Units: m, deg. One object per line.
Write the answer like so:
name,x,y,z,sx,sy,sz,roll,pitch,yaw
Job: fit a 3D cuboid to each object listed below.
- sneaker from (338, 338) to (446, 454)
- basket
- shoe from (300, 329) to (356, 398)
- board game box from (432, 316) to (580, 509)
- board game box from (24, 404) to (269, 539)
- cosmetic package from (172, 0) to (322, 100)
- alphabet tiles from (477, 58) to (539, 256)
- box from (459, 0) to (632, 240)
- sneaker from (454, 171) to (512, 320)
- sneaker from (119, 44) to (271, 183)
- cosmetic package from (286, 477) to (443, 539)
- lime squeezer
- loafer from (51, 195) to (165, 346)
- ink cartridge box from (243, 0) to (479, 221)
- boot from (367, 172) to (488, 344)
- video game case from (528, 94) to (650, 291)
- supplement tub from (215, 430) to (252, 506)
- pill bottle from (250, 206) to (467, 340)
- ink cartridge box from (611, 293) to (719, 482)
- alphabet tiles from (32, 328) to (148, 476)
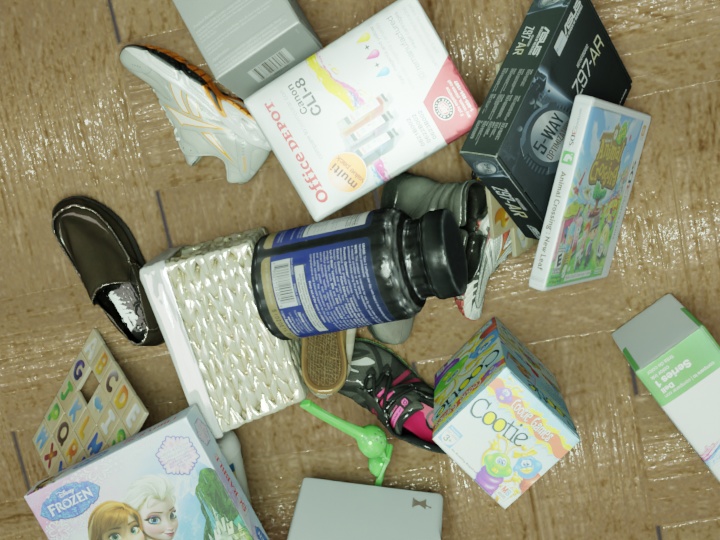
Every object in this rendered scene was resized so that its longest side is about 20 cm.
sneaker,0.039,0.140,1.031,0.199,0.084,0.077,29,93,0
basket,-0.139,0.060,1.010,0.122,0.136,0.201,-18,100,6
shoe,-0.036,0.043,1.014,0.069,0.053,0.202,3,69,6
board game box,0.146,0.141,0.965,0.105,0.200,0.103,44,101,-4
board game box,-0.213,0.272,0.956,0.199,0.041,0.201,-27,97,8
cosmetic package,-0.136,-0.291,0.942,0.106,0.090,0.201,-30,76,11
alphabet tiles,0.176,-0.123,0.934,0.006,0.166,0.202,14,123,42
box,0.188,-0.152,0.901,0.043,0.160,0.201,15,71,41
sneaker,0.150,-0.037,0.995,0.081,0.078,0.202,12,109,-10
sneaker,-0.187,-0.168,1.004,0.199,0.076,0.092,35,106,-1
cosmetic package,0.000,0.367,1.015,0.165,0.168,0.202,6,118,4
lime squeezer,0.004,0.209,1.024,0.070,0.038,0.201,-19,130,11
loafer,-0.282,0.002,1.043,0.073,0.071,0.201,-36,96,10
ink cartridge box,0.007,-0.166,0.948,0.199,0.145,0.146,-30,97,11
boot,0.070,-0.004,0.976,0.067,0.130,0.202,-1,103,-38
video game case,0.235,-0.076,0.924,0.022,0.199,0.184,19,103,30
supplement tub,-0.193,0.293,1.053,0.143,0.145,0.202,-8,99,7
pill bottle,0.000,0.000,0.912,0.198,0.112,0.113,-11,100,20
ink cartridge box,0.368,0.139,0.972,0.084,0.145,0.200,-38,96,11
alphabet tiles,-0.306,0.189,1.043,0.008,0.200,0.168,20,107,-45
